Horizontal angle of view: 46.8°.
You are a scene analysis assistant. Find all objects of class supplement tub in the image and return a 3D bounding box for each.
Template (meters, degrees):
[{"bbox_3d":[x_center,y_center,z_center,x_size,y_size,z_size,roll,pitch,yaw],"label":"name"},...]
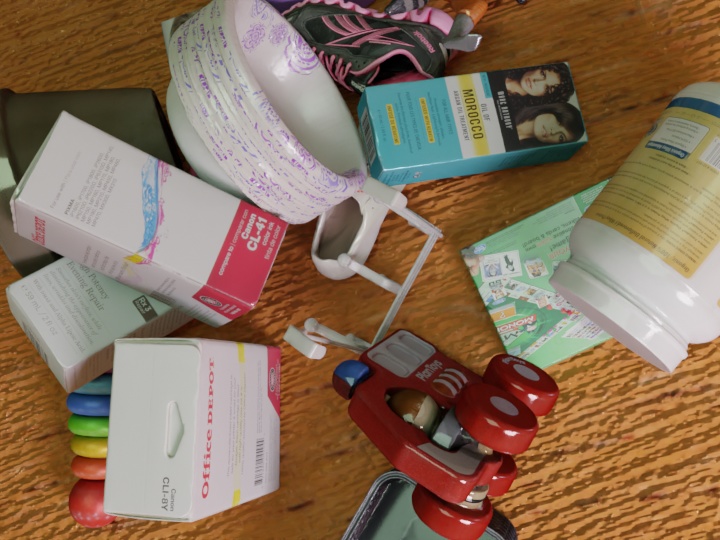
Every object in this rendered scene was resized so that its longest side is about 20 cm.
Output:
[{"bbox_3d":[0.262,-0.034,0.675,0.144,0.145,0.200,39,92,16],"label":"supplement tub"}]

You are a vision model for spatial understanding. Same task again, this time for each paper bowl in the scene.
[{"bbox_3d":[-0.090,-0.134,0.731,0.104,0.200,0.202,-29,76,22],"label":"paper bowl"}]

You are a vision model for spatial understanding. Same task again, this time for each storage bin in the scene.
[{"bbox_3d":[0.039,0.289,0.745,0.135,0.094,0.201,30,90,16],"label":"storage bin"}]

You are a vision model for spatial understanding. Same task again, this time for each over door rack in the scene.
[{"bbox_3d":[0.000,0.000,0.735,0.066,0.200,0.148,28,92,17],"label":"over door rack"}]

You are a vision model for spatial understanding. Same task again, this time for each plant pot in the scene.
[{"bbox_3d":[-0.274,-0.103,0.840,0.172,0.200,0.201,-19,78,-5],"label":"plant pot"}]

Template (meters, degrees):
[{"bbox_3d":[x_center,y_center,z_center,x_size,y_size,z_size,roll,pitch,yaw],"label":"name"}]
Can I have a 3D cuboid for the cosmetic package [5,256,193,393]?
[{"bbox_3d":[-0.222,0.018,0.805,0.200,0.074,0.102,-34,78,-28],"label":"cosmetic package"}]

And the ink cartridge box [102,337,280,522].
[{"bbox_3d":[-0.143,0.137,0.755,0.083,0.200,0.146,-1,82,14],"label":"ink cartridge box"}]

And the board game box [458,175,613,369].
[{"bbox_3d":[0.209,-0.001,0.774,0.199,0.029,0.135,-26,78,9],"label":"board game box"}]

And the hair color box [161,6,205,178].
[{"bbox_3d":[-0.136,-0.173,0.868,0.099,0.061,0.201,-16,78,11],"label":"hair color box"}]

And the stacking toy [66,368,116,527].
[{"bbox_3d":[-0.264,0.161,0.849,0.085,0.085,0.202,1,87,14],"label":"stacking toy"}]

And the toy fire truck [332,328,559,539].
[{"bbox_3d":[0.063,0.121,0.709,0.167,0.200,0.113,29,110,17],"label":"toy fire truck"}]

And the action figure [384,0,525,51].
[{"bbox_3d":[0.070,-0.307,0.776,0.104,0.194,0.200,-28,110,26],"label":"action figure"}]

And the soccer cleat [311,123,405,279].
[{"bbox_3d":[0.007,-0.086,0.811,0.069,0.078,0.201,21,88,15],"label":"soccer cleat"}]

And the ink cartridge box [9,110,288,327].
[{"bbox_3d":[-0.179,-0.034,0.704,0.199,0.147,0.086,28,72,-16],"label":"ink cartridge box"}]

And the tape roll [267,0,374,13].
[{"bbox_3d":[-0.048,-0.367,0.870,0.199,0.066,0.202,-2,82,15],"label":"tape roll"}]

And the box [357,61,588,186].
[{"bbox_3d":[0.103,-0.135,0.770,0.198,0.049,0.083,-10,79,-11],"label":"box"}]

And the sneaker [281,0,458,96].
[{"bbox_3d":[-0.006,-0.210,0.817,0.198,0.079,0.096,5,56,16],"label":"sneaker"}]
